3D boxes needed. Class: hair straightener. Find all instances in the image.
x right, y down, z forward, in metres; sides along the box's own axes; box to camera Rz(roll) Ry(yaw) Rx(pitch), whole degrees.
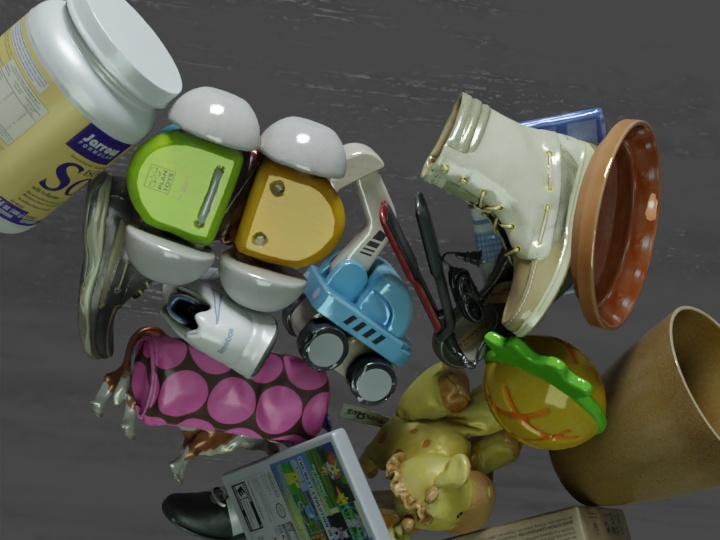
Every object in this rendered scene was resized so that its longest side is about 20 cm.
[{"bbox_3d":[0.086,0.011,1.343,0.077,0.041,0.200,-16,116,15],"label":"hair straightener"}]

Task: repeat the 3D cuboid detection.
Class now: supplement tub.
[{"bbox_3d":[-0.270,-0.142,1.216,0.200,0.145,0.145,-36,118,15],"label":"supplement tub"}]

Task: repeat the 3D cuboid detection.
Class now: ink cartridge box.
[{"bbox_3d":[0.192,0.307,1.500,0.165,0.075,0.200,-20,163,20],"label":"ink cartridge box"}]

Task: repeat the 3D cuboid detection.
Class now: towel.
[{"bbox_3d":[0.182,-0.060,1.392,0.147,0.024,0.200,-12,119,3],"label":"towel"}]

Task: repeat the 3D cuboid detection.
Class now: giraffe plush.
[{"bbox_3d":[0.083,0.205,1.453,0.200,0.162,0.173,1,121,-8],"label":"giraffe plush"}]

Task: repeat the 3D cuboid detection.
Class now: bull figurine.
[{"bbox_3d":[-0.175,0.146,1.435,0.200,0.065,0.121,42,75,-18],"label":"bull figurine"}]

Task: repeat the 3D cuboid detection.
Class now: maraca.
[{"bbox_3d":[0.179,0.113,1.373,0.137,0.107,0.200,24,164,20],"label":"maraca"}]

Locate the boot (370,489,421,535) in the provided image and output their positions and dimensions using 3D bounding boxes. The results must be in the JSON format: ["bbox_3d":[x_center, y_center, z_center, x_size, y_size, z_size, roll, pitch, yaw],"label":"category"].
[{"bbox_3d":[0.003,0.323,1.524,0.201,0.071,0.144,-6,104,-32],"label":"boot"}]

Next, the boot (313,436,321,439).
[{"bbox_3d":[-0.004,0.268,1.422,0.073,0.090,0.200,-18,99,-30],"label":"boot"}]

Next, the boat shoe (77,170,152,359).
[{"bbox_3d":[-0.233,0.001,1.348,0.073,0.075,0.200,4,121,-9],"label":"boat shoe"}]

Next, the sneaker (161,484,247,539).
[{"bbox_3d":[-0.114,0.243,1.508,0.200,0.074,0.089,9,113,-27],"label":"sneaker"}]

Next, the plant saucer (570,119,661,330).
[{"bbox_3d":[0.240,-0.044,1.324,0.032,0.200,0.200,9,125,27],"label":"plant saucer"}]

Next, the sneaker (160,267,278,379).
[{"bbox_3d":[-0.148,0.032,1.308,0.087,0.200,0.075,25,92,-30],"label":"sneaker"}]

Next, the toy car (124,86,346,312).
[{"bbox_3d":[-0.117,-0.072,1.267,0.200,0.150,0.175,16,104,-19],"label":"toy car"}]

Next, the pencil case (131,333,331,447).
[{"bbox_3d":[-0.128,0.121,1.376,0.200,0.091,0.094,12,98,-24],"label":"pencil case"}]

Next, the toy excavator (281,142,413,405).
[{"bbox_3d":[0.000,0.000,1.376,0.194,0.100,0.200,37,96,-23],"label":"toy excavator"}]

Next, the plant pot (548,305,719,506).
[{"bbox_3d":[0.301,0.165,1.463,0.200,0.186,0.186,-34,120,31],"label":"plant pot"}]

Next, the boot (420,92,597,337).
[{"bbox_3d":[0.125,-0.052,1.300,0.155,0.072,0.200,22,77,-12],"label":"boot"}]

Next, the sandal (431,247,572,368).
[{"bbox_3d":[0.149,0.032,1.397,0.082,0.055,0.200,39,111,-22],"label":"sandal"}]

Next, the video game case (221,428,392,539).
[{"bbox_3d":[-0.041,0.271,1.385,0.182,0.022,0.200,-26,85,43],"label":"video game case"}]
